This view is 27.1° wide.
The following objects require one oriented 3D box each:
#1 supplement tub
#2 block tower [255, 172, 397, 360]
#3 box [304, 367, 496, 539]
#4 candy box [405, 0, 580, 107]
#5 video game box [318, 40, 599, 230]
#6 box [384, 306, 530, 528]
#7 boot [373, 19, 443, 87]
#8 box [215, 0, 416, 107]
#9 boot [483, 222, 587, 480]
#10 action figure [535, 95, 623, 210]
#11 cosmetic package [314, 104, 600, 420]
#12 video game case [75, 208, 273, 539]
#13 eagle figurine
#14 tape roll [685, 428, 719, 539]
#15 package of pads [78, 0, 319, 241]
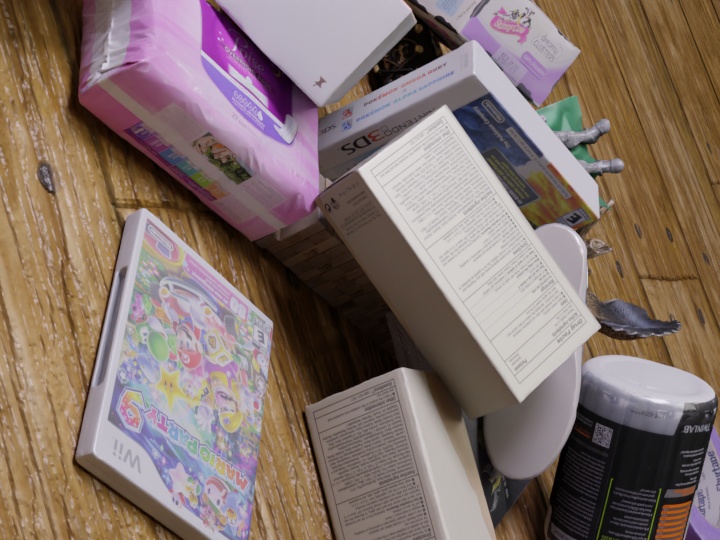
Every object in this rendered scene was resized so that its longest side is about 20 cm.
[{"bbox_3d":[0.229,0.185,1.295,0.122,0.122,0.201,-15,120,-62],"label":"supplement tub"},{"bbox_3d":[0.000,0.000,1.188,0.200,0.058,0.054,40,37,-39],"label":"block tower"},{"bbox_3d":[0.037,0.180,1.071,0.078,0.095,0.201,13,59,-57],"label":"box"},{"bbox_3d":[0.089,-0.257,1.414,0.200,0.072,0.168,41,6,37],"label":"candy box"},{"bbox_3d":[0.072,-0.080,1.241,0.200,0.182,0.047,42,39,-36],"label":"video game box"},{"bbox_3d":[0.097,0.087,1.209,0.158,0.048,0.201,-40,122,-52],"label":"box"},{"bbox_3d":[0.040,-0.157,1.363,0.200,0.073,0.151,23,50,-58],"label":"boot"},{"bbox_3d":[-0.033,-0.204,1.145,0.124,0.097,0.200,45,7,-4],"label":"box"},{"bbox_3d":[0.148,0.066,1.186,0.090,0.072,0.201,22,80,-74],"label":"boot"},{"bbox_3d":[0.162,-0.104,1.385,0.199,0.055,0.119,-11,78,-41],"label":"action figure"},{"bbox_3d":[0.070,-0.005,1.080,0.103,0.073,0.200,-37,95,-32],"label":"cosmetic package"},{"bbox_3d":[-0.114,0.074,0.969,0.143,0.018,0.201,45,34,-36],"label":"video game case"},{"bbox_3d":[0.207,0.049,1.430,0.150,0.152,0.200,0,41,-15],"label":"eagle figurine"},{"bbox_3d":[0.312,0.212,1.539,0.200,0.085,0.201,42,36,-40],"label":"tape roll"},{"bbox_3d":[-0.113,-0.123,1.064,0.200,0.075,0.121,39,37,-41],"label":"package of pads"}]
